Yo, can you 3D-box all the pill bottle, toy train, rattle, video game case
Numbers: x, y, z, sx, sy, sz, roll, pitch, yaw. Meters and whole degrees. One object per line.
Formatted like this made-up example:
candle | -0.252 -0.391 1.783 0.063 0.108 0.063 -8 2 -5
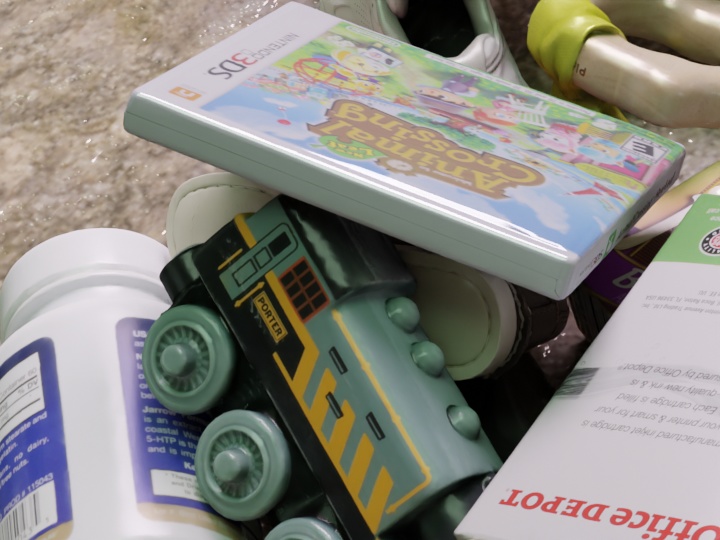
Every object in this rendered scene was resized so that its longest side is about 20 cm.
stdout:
pill bottle | -0.108 0.083 1.314 0.119 0.120 0.201 -15 47 4
toy train | -0.010 0.060 1.233 0.114 0.085 0.201 -39 69 26
rattle | 0.159 -0.074 1.434 0.130 0.144 0.200 11 18 33
video game case | 0.024 -0.057 1.268 0.199 0.022 0.182 22 23 14

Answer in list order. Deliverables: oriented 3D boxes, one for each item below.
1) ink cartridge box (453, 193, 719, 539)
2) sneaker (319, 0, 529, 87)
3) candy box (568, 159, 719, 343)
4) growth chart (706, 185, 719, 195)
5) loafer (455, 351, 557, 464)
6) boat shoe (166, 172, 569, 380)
ink cartridge box | 0.154 0.068 1.167 0.146 0.084 0.200 7 50 47
sneaker | 0.030 -0.136 1.477 0.078 0.100 0.200 -29 47 -9
candy box | 0.191 0.037 1.304 0.116 0.057 0.200 -31 49 -11
growth chart | 0.246 -0.034 1.323 0.144 0.018 0.200 28 38 23
loafer | 0.066 0.086 1.303 0.073 0.071 0.200 -48 33 19
boat shoe | 0.000 0.000 1.306 0.199 0.072 0.059 16 17 38
